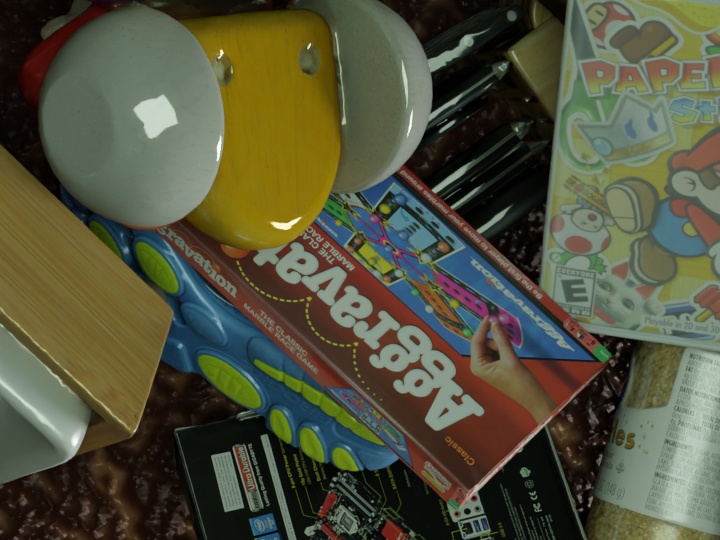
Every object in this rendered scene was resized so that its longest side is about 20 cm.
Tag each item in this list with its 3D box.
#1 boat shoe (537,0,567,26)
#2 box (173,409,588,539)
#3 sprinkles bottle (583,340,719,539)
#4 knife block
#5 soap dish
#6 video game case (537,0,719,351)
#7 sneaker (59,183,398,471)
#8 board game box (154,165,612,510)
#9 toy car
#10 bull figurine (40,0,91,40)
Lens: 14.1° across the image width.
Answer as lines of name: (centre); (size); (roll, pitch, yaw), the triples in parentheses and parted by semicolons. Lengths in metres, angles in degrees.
boat shoe: (0.103, -0.132, 1.211); (0.200, 0.072, 0.065); (36, 87, -5)
box: (0.021, 0.144, 1.240); (0.160, 0.049, 0.200); (-15, 66, -9)
sprinkles bottle: (0.147, 0.061, 1.294); (0.068, 0.068, 0.200); (16, 90, -11)
knife block: (0.108, -0.076, 1.282); (0.200, 0.064, 0.176); (9, 92, -12)
soap dish: (-0.177, -0.005, 1.190); (0.200, 0.157, 0.081); (44, 68, -10)
video game case: (0.177, -0.037, 1.188); (0.200, 0.023, 0.182); (9, 129, 7)
sneaker: (-0.047, 0.006, 1.248); (0.200, 0.071, 0.083); (37, 47, 10)
board game box: (0.000, 0.000, 1.213); (0.200, 0.019, 0.103); (42, 55, 10)
toy car: (-0.072, -0.109, 1.148); (0.175, 0.150, 0.200); (-9, 100, -47)
bull figurine: (-0.054, -0.158, 1.244); (0.200, 0.065, 0.122); (-23, 102, -9)
